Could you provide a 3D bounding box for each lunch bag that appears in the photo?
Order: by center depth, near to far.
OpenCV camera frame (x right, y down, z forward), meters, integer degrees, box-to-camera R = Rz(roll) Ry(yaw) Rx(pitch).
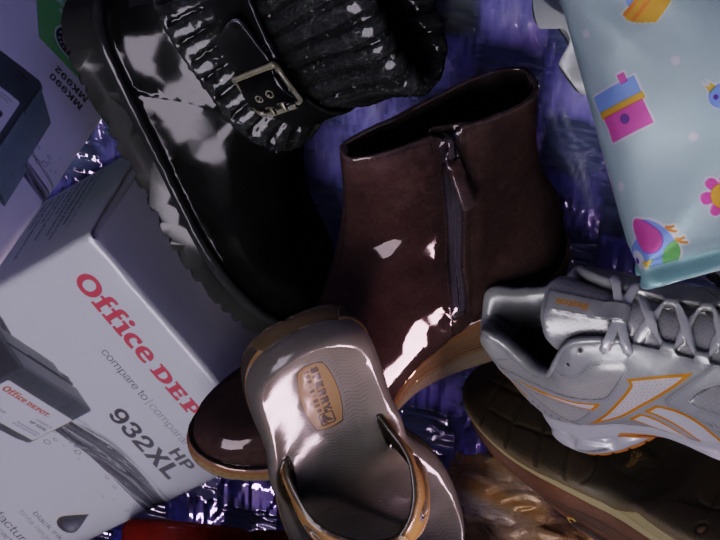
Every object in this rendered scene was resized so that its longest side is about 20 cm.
[{"bbox_3d":[0.185,-0.098,1.206,0.199,0.122,0.171,-16,92,5],"label":"lunch bag"}]

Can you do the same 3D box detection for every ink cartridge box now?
[{"bbox_3d":[-0.205,-0.073,1.360,0.146,0.200,0.084,44,127,-14],"label":"ink cartridge box"},{"bbox_3d":[-0.143,0.049,1.501,0.200,0.084,0.145,-28,111,34],"label":"ink cartridge box"}]

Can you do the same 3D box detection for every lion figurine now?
[{"bbox_3d":[0.113,0.170,1.501,0.122,0.073,0.201,8,133,30],"label":"lion figurine"}]

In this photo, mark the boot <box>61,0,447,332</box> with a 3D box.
[{"bbox_3d":[-0.023,-0.069,1.372,0.157,0.080,0.211,-18,125,22],"label":"boot"}]

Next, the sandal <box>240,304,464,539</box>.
[{"bbox_3d":[0.002,0.093,1.357,0.081,0.055,0.200,-27,139,-8],"label":"sandal"}]

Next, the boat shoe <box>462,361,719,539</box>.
[{"bbox_3d":[0.122,0.103,1.404,0.200,0.072,0.068,31,145,41],"label":"boat shoe"}]

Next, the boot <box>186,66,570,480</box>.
[{"bbox_3d":[0.000,0.000,1.364,0.199,0.072,0.167,-24,139,-11],"label":"boot"}]

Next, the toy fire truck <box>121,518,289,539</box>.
[{"bbox_3d":[-0.092,0.187,1.548,0.199,0.113,0.168,10,172,-43],"label":"toy fire truck"}]

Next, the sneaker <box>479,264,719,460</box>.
[{"bbox_3d":[0.128,0.034,1.304,0.092,0.076,0.200,36,151,-32],"label":"sneaker"}]

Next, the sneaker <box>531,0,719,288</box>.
[{"bbox_3d":[0.165,-0.063,1.305,0.088,0.074,0.200,-26,113,36],"label":"sneaker"}]
